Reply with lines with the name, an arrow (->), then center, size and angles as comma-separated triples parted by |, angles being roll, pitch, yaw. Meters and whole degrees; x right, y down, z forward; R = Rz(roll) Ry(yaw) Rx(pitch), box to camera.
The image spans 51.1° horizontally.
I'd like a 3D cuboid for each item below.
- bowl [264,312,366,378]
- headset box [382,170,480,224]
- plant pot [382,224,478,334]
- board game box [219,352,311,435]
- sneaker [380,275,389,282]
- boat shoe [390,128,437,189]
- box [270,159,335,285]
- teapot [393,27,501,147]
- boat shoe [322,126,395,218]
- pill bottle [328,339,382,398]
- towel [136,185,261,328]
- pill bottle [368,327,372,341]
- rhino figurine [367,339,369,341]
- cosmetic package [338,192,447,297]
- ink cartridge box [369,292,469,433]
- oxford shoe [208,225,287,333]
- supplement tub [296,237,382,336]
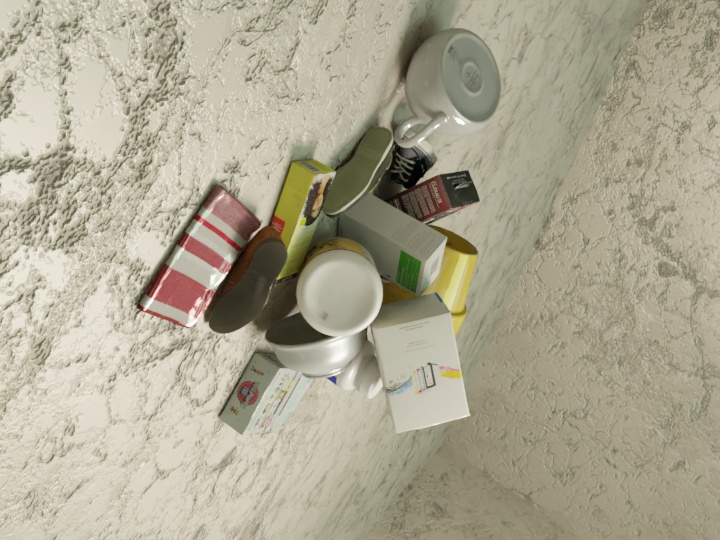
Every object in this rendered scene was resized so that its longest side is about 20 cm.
bowl -> -0.071, 0.138, 1.386 | 0.201, 0.199, 0.092 | -32, 113, -51
headset box -> 0.139, -0.138, 1.535 | 0.198, 0.076, 0.148 | -22, 178, 34
plant pot -> 0.150, 0.017, 1.587 | 0.200, 0.199, 0.191 | -18, 135, -61
board game box -> -0.179, 0.245, 1.502 | 0.149, 0.064, 0.200 | -61, 162, 1
sneaker -> 0.000, 0.000, 1.508 | 0.200, 0.112, 0.072 | -45, 158, -34
boat shoe -> 0.096, -0.215, 1.490 | 0.093, 0.074, 0.200 | -54, 161, 3
box -> -0.108, -0.079, 1.232 | 0.075, 0.050, 0.202 | -23, 140, -59
teapot -> 0.147, -0.327, 1.360 | 0.198, 0.145, 0.200 | -9, 91, -41
boat shoe -> -0.001, -0.163, 1.334 | 0.202, 0.071, 0.061 | -54, 156, -21
pill bottle -> -0.040, 0.171, 1.526 | 0.112, 0.199, 0.113 | -47, 157, -28
towel -> -0.226, -0.013, 1.082 | 0.201, 0.023, 0.144 | -58, 159, -5
pill bottle -> 0.078, 0.163, 1.930 | 0.199, 0.110, 0.112 | -9, 128, -64
rhino figurine -> -0.040, 0.173, 1.667 | 0.201, 0.059, 0.088 | -54, -153, 41
cosmetic package -> 0.058, -0.053, 1.444 | 0.085, 0.198, 0.108 | -45, 154, -35
ink cartridge box -> 0.104, 0.167, 1.388 | 0.147, 0.143, 0.203 | -111, -171, -77
oxford shoe -> -0.178, 0.016, 1.186 | 0.071, 0.072, 0.201 | 24, 115, -31
supplement tub -> -0.039, 0.021, 1.317 | 0.147, 0.144, 0.200 | -62, -172, 8
